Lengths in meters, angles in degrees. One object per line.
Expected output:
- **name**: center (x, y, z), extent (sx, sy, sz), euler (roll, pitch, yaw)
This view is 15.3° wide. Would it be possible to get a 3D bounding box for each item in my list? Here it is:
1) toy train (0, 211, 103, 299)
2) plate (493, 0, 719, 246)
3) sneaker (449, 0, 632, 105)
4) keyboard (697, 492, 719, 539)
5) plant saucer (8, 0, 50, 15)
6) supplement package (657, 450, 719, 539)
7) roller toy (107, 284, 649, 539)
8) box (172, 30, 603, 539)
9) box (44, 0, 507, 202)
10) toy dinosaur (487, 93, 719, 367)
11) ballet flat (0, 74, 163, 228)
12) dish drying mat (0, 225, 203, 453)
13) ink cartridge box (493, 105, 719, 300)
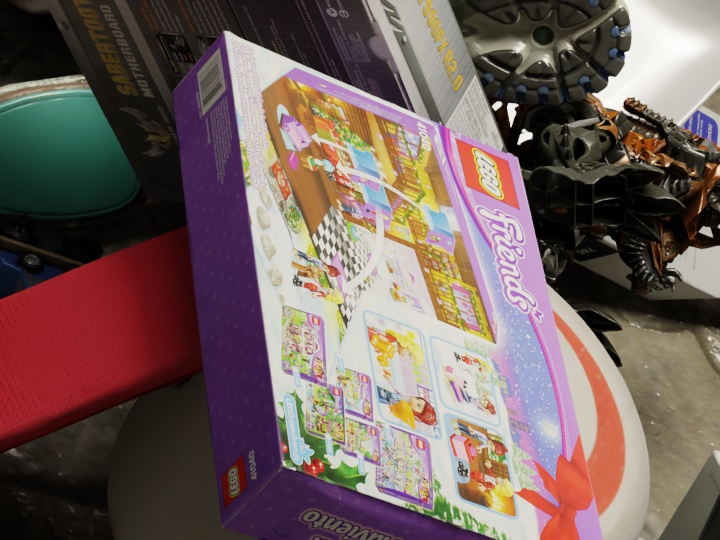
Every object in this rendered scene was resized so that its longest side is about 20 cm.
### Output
- **toy train**: center (-0.193, -0.015, 1.115), extent (0.200, 0.034, 0.046), euler (17, 38, -12)
- **plate**: center (0.054, -0.112, 1.215), extent (0.200, 0.032, 0.200), euler (45, 63, -3)
- **sneaker**: center (0.014, -0.113, 1.147), extent (0.200, 0.077, 0.085), euler (8, 23, 0)
- **keyboard**: center (0.148, 0.164, 0.958), extent (0.127, 0.200, 0.021), euler (10, -21, 47)
- **plant saucer**: center (-0.083, -0.151, 1.281), extent (0.200, 0.032, 0.200), euler (-10, 7, 1)
- **supplement package**: center (0.221, 0.156, 1.083), extent (0.200, 0.117, 0.117), euler (4, 39, -28)
- **roller toy**: center (0.003, 0.079, 1.021), extent (0.182, 0.140, 0.200), euler (7, 48, -35)
- **box**: center (0.008, 0.019, 0.930), extent (0.137, 0.039, 0.200), euler (21, 40, -30)
- **box**: center (-0.046, -0.106, 1.040), extent (0.158, 0.200, 0.048), euler (7, 50, 32)
- **toy dinosaur**: center (0.090, -0.032, 1.143), extent (0.200, 0.102, 0.136), euler (-3, 33, 8)
- **ballet flat**: center (-0.103, -0.064, 1.202), extent (0.200, 0.069, 0.071), euler (-12, 22, -22)
- **dish drying mat**: center (-0.124, 0.037, 0.977), extent (0.018, 0.200, 0.077), euler (52, 23, -39)
- **ink cartridge box**: center (0.118, -0.052, 1.297), extent (0.200, 0.039, 0.099), euler (26, 62, -34)
